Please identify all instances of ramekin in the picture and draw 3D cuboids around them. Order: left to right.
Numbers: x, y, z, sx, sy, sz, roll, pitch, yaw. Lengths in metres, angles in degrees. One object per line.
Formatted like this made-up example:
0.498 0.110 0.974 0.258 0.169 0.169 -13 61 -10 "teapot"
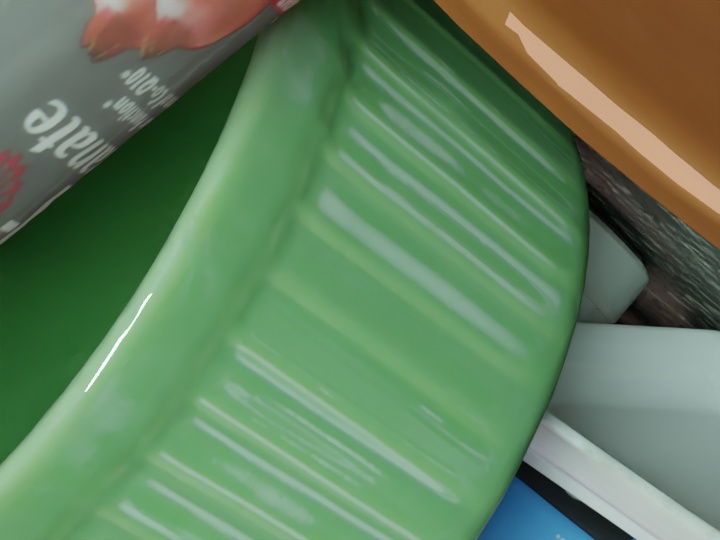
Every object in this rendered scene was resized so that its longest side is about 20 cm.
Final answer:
-0.044 0.010 0.635 0.098 0.200 0.200 35 178 -27 "ramekin"

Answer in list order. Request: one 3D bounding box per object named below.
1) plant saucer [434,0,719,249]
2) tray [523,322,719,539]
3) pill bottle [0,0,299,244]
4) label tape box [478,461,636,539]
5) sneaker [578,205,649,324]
0.050 -0.041 0.400 0.200 0.037 0.200 40 174 5 "plant saucer"
0.100 0.056 0.616 0.107 0.022 0.200 3 -160 -36 "tray"
-0.103 -0.041 0.503 0.111 0.200 0.111 51 -177 -3 "pill bottle"
0.076 0.096 0.692 0.144 0.063 0.200 38 -156 20 "label tape box"
0.000 0.000 0.801 0.073 0.085 0.200 41 176 -19 "sneaker"
